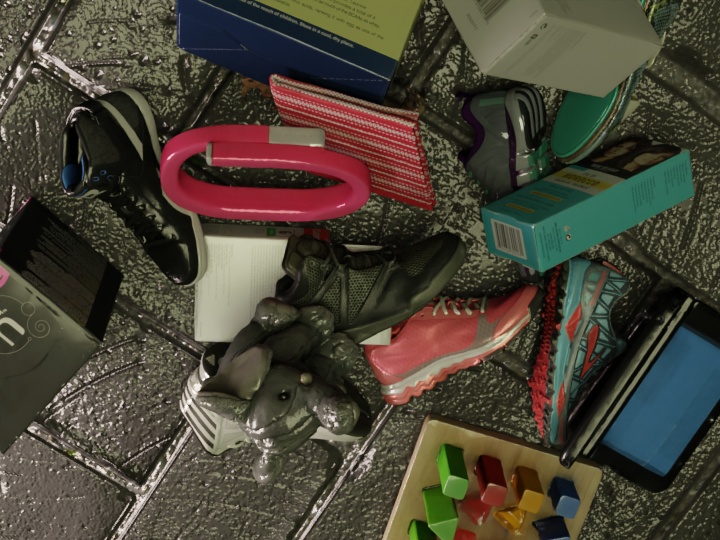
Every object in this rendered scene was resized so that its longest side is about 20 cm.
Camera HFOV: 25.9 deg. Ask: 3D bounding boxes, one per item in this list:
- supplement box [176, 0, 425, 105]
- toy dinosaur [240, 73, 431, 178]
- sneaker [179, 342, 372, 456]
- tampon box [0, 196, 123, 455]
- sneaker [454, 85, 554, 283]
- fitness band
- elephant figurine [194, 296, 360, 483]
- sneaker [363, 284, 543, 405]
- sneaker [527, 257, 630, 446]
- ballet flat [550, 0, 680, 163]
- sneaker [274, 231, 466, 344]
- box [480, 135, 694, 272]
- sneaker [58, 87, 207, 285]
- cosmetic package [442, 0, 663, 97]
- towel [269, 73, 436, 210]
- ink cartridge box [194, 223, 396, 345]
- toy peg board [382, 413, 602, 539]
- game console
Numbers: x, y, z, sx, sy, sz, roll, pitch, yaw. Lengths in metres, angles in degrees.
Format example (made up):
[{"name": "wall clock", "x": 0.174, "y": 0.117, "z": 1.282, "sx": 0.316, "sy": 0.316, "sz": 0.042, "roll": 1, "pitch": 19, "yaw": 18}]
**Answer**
[{"name": "supplement box", "x": -0.036, "y": -0.270, "z": 1.379, "sx": 0.198, "sy": 0.134, "sz": 0.202, "roll": 22, "pitch": 76, "yaw": -2}, {"name": "toy dinosaur", "x": -0.018, "y": -0.155, "z": 1.497, "sx": 0.135, "sy": 0.086, "sz": 0.201, "roll": -35, "pitch": 113, "yaw": 11}, {"name": "sneaker", "x": -0.093, "y": 0.147, "z": 1.608, "sx": 0.198, "sy": 0.076, "sz": 0.116, "roll": 21, "pitch": 133, "yaw": -21}, {"name": "tampon box", "x": -0.326, "y": 0.048, "z": 1.487, "sx": 0.126, "sy": 0.200, "sz": 0.150, "roll": 40, "pitch": 102, "yaw": -13}, {"name": "sneaker", "x": 0.144, "y": -0.086, "z": 1.544, "sx": 0.086, "sy": 0.074, "sz": 0.203, "roll": 4, "pitch": 114, "yaw": 28}, {"name": "fitness band", "x": -0.088, "y": -0.086, "z": 1.455, "sx": 0.197, "sy": 0.144, "sz": 0.038, "roll": 3, "pitch": 67, "yaw": -3}, {"name": "elephant figurine", "x": -0.078, "y": 0.118, "z": 1.407, "sx": 0.140, "sy": 0.201, "sz": 0.157, "roll": 20, "pitch": 117, "yaw": -3}, {"name": "sneaker", "x": 0.088, "y": 0.057, "z": 1.565, "sx": 0.199, "sy": 0.074, "sz": 0.087, "roll": -31, "pitch": 99, "yaw": 16}, {"name": "sneaker", "x": 0.228, "y": 0.088, "z": 1.584, "sx": 0.094, "sy": 0.079, "sz": 0.203, "roll": 4, "pitch": 110, "yaw": -8}, {"name": "ballet flat", "x": 0.252, "y": -0.190, "z": 1.505, "sx": 0.073, "sy": 0.074, "sz": 0.202, "roll": 22, "pitch": 108, "yaw": -9}, {"name": "sneaker", "x": 0.000, "y": 0.000, "z": 1.497, "sx": 0.198, "sy": 0.076, "sz": 0.115, "roll": -28, "pitch": 112, "yaw": 11}, {"name": "box", "x": 0.217, "y": -0.066, "z": 1.483, "sx": 0.198, "sy": 0.082, "sz": 0.050, "roll": -26, "pitch": 117, "yaw": -27}, {"name": "sneaker", "x": -0.227, "y": -0.065, "z": 1.487, "sx": 0.073, "sy": 0.112, "sz": 0.202, "roll": -18, "pitch": 97, "yaw": 39}, {"name": "cosmetic package", "x": 0.171, "y": -0.229, "z": 1.400, "sx": 0.085, "sy": 0.199, "sz": 0.108, "roll": -41, "pitch": 62, "yaw": 31}, {"name": "towel", "x": -0.003, "y": -0.117, "z": 1.435, "sx": 0.143, "sy": 0.200, "sz": 0.023, "roll": 17, "pitch": 74, "yaw": 13}, {"name": "ink cartridge box", "x": -0.066, "y": 0.015, "z": 1.564, "sx": 0.197, "sy": 0.050, "sz": 0.111, "roll": 2, "pitch": 106, "yaw": -4}, {"name": "toy peg board", "x": 0.134, "y": 0.283, "z": 1.632, "sx": 0.197, "sy": 0.098, "sz": 0.202, "roll": 17, "pitch": 107, "yaw": -7}, {"name": "game console", "x": 0.306, "y": 0.131, "z": 1.571, "sx": 0.116, "sy": 0.176, "sz": 0.201, "roll": 34, "pitch": 101, "yaw": 10}]
